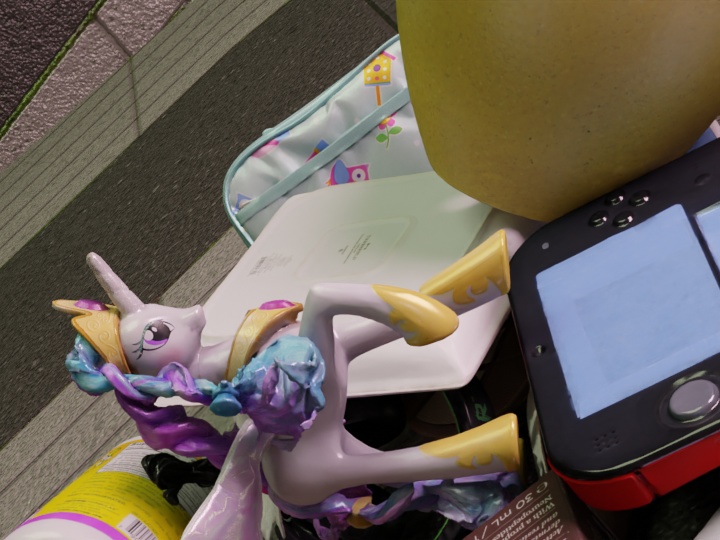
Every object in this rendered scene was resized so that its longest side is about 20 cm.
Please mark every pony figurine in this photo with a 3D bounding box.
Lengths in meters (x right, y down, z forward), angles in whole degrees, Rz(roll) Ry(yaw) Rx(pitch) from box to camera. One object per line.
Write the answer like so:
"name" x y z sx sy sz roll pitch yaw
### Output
"pony figurine" -0.027 0.077 0.748 0.198 0.195 0.167 -4 23 7

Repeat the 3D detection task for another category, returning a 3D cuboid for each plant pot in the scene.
"plant pot" 0.099 -0.108 0.837 0.200 0.198 0.143 -93 17 -66

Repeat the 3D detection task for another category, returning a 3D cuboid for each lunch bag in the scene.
"lunch bag" 0.016 -0.048 1.058 0.199 0.161 0.077 -36 -8 7

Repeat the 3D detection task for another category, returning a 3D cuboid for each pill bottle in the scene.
"pill bottle" -0.128 0.158 0.962 0.104 0.105 0.200 -34 2 22

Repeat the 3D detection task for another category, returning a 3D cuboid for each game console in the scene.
"game console" 0.150 0.005 0.715 0.176 0.031 0.201 -31 27 14

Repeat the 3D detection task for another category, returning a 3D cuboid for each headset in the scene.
"headset" -0.020 0.100 0.869 0.199 0.093 0.125 -9 75 44

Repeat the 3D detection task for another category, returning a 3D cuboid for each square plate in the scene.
"square plate" 0.000 0.000 0.894 0.197 0.029 0.200 -6 31 31

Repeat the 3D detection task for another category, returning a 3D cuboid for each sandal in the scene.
"sandal" 0.089 0.020 0.940 0.080 0.054 0.201 3 48 31

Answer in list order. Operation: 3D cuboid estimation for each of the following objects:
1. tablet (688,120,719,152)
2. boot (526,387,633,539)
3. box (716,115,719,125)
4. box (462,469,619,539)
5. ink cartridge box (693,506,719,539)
"tablet" 0.147 -0.015 0.875 0.130 0.014 0.201 -35 40 13
"boot" 0.176 0.033 0.747 0.199 0.064 0.188 -19 45 26
"box" 0.188 -0.186 1.025 0.086 0.164 0.201 -22 28 44
"box" 0.071 0.171 0.630 0.100 0.075 0.200 -38 21 10
"ink cartridge box" 0.235 0.060 0.592 0.200 0.041 0.200 -47 20 -14
